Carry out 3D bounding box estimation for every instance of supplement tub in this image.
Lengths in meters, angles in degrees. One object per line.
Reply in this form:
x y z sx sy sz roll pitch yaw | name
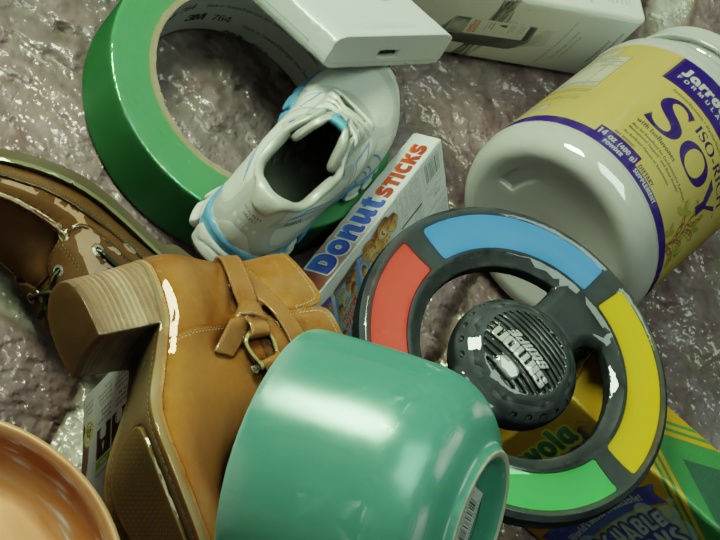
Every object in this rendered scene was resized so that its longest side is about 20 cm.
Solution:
0.179 -0.068 1.520 0.146 0.145 0.200 51 50 2 | supplement tub

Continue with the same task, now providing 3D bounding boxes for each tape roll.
-0.077 -0.105 1.441 0.200 0.048 0.201 15 58 -25 | tape roll

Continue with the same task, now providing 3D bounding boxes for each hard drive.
-0.047 -0.202 1.462 0.200 0.026 0.132 44 28 23 | hard drive

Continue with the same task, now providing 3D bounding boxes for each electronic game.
0.088 0.053 1.303 0.199 0.042 0.201 12 59 -21 | electronic game

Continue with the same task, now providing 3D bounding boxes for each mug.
0.008 0.131 1.173 0.114 0.186 0.152 15 36 19 | mug

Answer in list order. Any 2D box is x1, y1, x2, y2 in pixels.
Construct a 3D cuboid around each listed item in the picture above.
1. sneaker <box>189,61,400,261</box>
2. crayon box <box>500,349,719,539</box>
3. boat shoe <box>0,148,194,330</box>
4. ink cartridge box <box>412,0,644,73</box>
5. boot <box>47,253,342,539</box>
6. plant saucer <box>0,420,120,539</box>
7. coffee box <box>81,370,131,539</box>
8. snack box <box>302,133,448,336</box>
-0.020 -0.075 1.373 0.075 0.087 0.200 40 48 -5 | sneaker
0.152 0.129 1.405 0.200 0.126 0.052 42 50 -5 | crayon box
-0.161 0.000 1.310 0.200 0.072 0.068 29 51 -16 | boat shoe
0.085 -0.229 1.591 0.199 0.085 0.146 7 61 -32 | ink cartridge box
-0.070 0.079 1.229 0.155 0.077 0.200 -8 60 -38 | boot
-0.221 0.170 1.168 0.199 0.037 0.201 4 63 -9 | plant saucer
-0.094 0.158 1.259 0.113 0.080 0.201 14 57 -24 | coffee box
0.000 0.000 1.416 0.024 0.072 0.200 15 45 25 | snack box
